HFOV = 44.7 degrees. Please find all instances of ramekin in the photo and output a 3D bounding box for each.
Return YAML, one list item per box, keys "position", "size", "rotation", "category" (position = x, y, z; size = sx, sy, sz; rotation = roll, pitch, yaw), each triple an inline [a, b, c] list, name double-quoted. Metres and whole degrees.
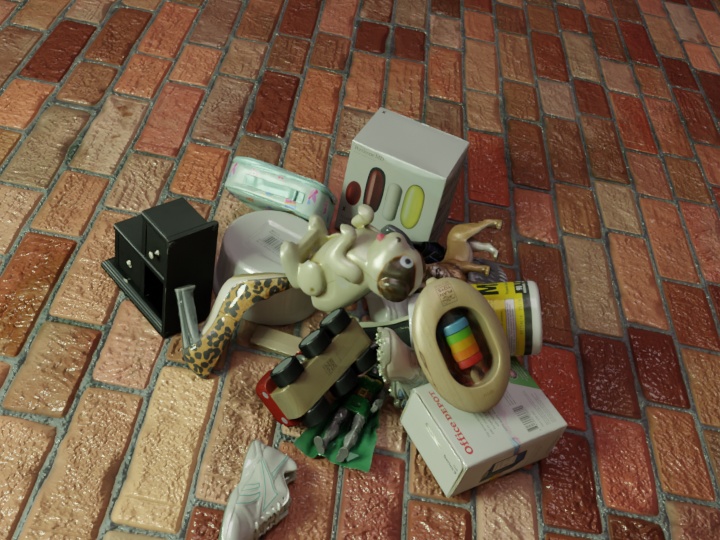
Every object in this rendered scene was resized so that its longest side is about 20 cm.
- position: [-0.150, -0.012, 1.486]
  size: [0.197, 0.099, 0.202]
  rotation: [8, 41, -7]
  category: "ramekin"

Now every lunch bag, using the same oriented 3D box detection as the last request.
- position: [-0.139, -0.139, 1.585]
  size: [0.197, 0.160, 0.078]
  rotation: [19, 83, 10]
  category: "lunch bag"

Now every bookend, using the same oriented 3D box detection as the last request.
- position: [-0.323, -0.038, 1.387]
  size: [0.091, 0.202, 0.198]
  rotation: [-24, 53, -37]
  category: "bookend"

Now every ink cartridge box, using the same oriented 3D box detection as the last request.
- position: [0.180, 0.226, 1.299]
  size: [0.198, 0.088, 0.146]
  rotation: [-13, 52, -31]
  category: "ink cartridge box"

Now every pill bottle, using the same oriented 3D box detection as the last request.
- position: [0.175, 0.078, 1.346]
  size: [0.196, 0.115, 0.115]
  rotation: [-4, 40, 5]
  category: "pill bottle"

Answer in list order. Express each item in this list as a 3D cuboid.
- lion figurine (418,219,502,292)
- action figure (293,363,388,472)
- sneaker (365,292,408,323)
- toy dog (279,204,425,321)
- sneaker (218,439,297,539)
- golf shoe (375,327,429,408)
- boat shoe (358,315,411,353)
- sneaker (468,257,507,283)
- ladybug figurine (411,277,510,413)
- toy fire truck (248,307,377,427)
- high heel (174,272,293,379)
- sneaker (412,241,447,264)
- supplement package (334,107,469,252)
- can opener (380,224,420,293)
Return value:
- position: [0.168, -0.025, 1.485]
  size: [0.121, 0.073, 0.201]
  rotation: [8, 40, 17]
  category: "lion figurine"
- position: [-0.007, 0.208, 1.317]
  size: [0.117, 0.055, 0.200]
  rotation: [20, 36, 11]
  category: "action figure"
- position: [0.052, 0.032, 1.530]
  size: [0.087, 0.076, 0.202]
  rotation: [9, 45, -25]
  category: "sneaker"
- position: [0.000, 0.000, 1.354]
  size: [0.197, 0.197, 0.139]
  rotation: [-4, 17, 30]
  category: "toy dog"
- position: [-0.134, 0.310, 1.147]
  size: [0.079, 0.071, 0.201]
  rotation: [18, 40, 1]
  category: "sneaker"
- position: [0.077, 0.136, 1.299]
  size: [0.096, 0.201, 0.079]
  rotation: [-10, 60, 10]
  category: "golf shoe"
- position: [0.059, 0.119, 1.422]
  size: [0.197, 0.072, 0.068]
  rotation: [-8, 51, -14]
  category: "boat shoe"
- position: [0.203, 0.055, 1.513]
  size: [0.074, 0.083, 0.201]
  rotation: [23, 39, -6]
  category: "sneaker"
- position: [0.137, 0.104, 1.248]
  size: [0.134, 0.072, 0.203]
  rotation: [-21, 90, -17]
  category: "ladybug figurine"
- position: [-0.102, 0.142, 1.326]
  size: [0.129, 0.199, 0.176]
  rotation: [53, 55, -11]
  category: "toy fire truck"
- position: [-0.183, 0.081, 1.354]
  size: [0.197, 0.145, 0.071]
  rotation: [-11, 7, -22]
  category: "high heel"
- position: [0.146, -0.008, 1.583]
  size: [0.197, 0.079, 0.071]
  rotation: [12, 39, -3]
  category: "sneaker"
- position: [0.076, -0.158, 1.640]
  size: [0.189, 0.202, 0.147]
  rotation: [23, 40, 11]
  category: "supplement package"
- position: [0.094, 0.010, 1.492]
  size: [0.200, 0.066, 0.053]
  rotation: [46, 23, -21]
  category: "can opener"
